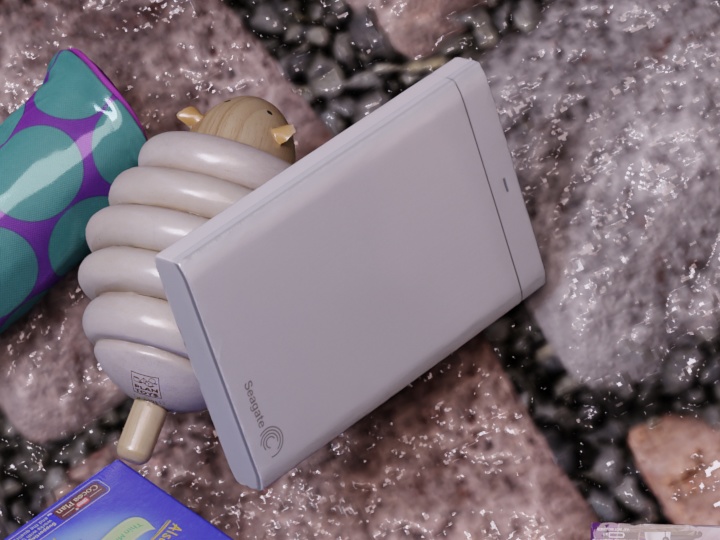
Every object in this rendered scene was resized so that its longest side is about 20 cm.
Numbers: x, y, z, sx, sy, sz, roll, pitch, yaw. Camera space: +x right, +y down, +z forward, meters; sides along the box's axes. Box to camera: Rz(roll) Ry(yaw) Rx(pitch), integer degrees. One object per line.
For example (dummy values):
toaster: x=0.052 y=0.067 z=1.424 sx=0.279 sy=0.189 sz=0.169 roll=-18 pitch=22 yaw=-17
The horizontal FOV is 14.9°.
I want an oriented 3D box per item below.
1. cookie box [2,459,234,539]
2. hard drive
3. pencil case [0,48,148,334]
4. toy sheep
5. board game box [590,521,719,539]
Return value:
cookie box: x=-0.110 y=0.202 z=1.296 sx=0.171 sy=0.075 sz=0.200 roll=-35 pitch=46 yaw=-27
hard drive: x=0.000 y=0.000 z=1.351 sx=0.200 sy=0.132 sz=0.027 roll=-35 pitch=31 yaw=-28
pencil case: x=-0.195 y=-0.020 z=1.434 sx=0.200 sy=0.085 sz=0.092 roll=-43 pitch=39 yaw=-6
toy sheep: x=-0.079 y=0.004 z=1.386 sx=0.138 sy=0.138 sz=0.200 roll=11 pitch=74 yaw=10
board game box: x=0.211 y=0.185 z=1.349 sx=0.200 sy=0.032 sz=0.120 roll=0 pitch=77 yaw=7
